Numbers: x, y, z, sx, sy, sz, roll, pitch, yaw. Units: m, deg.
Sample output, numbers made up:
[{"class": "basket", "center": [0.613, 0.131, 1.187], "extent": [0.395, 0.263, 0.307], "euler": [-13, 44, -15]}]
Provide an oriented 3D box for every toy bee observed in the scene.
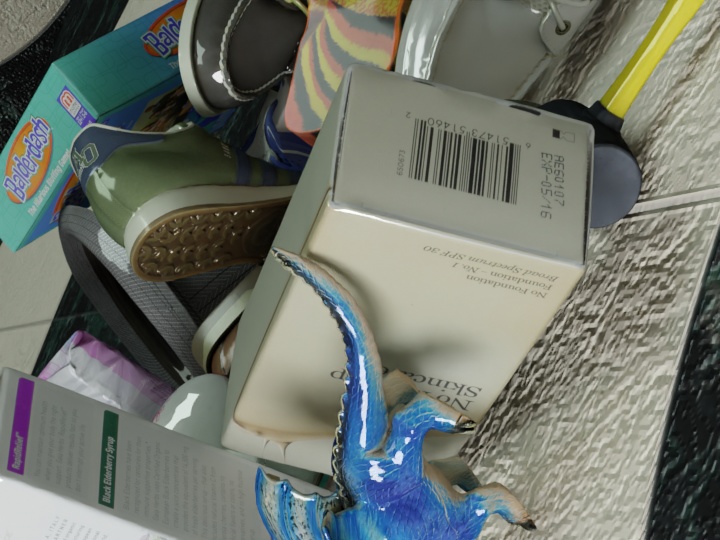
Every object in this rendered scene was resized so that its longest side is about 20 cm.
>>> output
[{"class": "toy bee", "center": [0.016, -0.160, 0.914], "extent": [0.109, 0.131, 0.200], "euler": [-9, 89, 30]}]

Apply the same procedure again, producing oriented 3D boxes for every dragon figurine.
[{"class": "dragon figurine", "center": [0.000, 0.092, 0.715], "extent": [0.099, 0.200, 0.059], "euler": [-41, 36, -13]}]

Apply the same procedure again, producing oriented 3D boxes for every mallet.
[{"class": "mallet", "center": [0.133, -0.104, 0.756], "extent": [0.200, 0.041, 0.066], "euler": [-54, 22, 22]}]

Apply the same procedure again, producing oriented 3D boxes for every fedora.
[{"class": "fedora", "center": [-0.099, 0.012, 1.134], "extent": [0.090, 0.177, 0.200], "euler": [-39, 0, -13]}]

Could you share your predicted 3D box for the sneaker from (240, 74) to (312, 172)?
[{"class": "sneaker", "center": [-0.034, -0.064, 1.138], "extent": [0.199, 0.080, 0.115], "euler": [-108, 41, -75]}]

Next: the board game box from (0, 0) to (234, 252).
[{"class": "board game box", "center": [-0.132, -0.106, 1.156], "extent": [0.200, 0.045, 0.152], "euler": [-37, -7, -43]}]

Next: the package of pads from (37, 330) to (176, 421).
[{"class": "package of pads", "center": [-0.160, 0.128, 1.129], "extent": [0.076, 0.120, 0.200], "euler": [-53, 0, -36]}]

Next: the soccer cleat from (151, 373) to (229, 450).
[{"class": "soccer cleat", "center": [-0.110, 0.146, 0.965], "extent": [0.086, 0.070, 0.200], "euler": [-24, -38, -58]}]

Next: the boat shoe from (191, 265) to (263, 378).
[{"class": "boat shoe", "center": [0.000, 0.000, 0.973], "extent": [0.200, 0.072, 0.068], "euler": [-51, 54, 14]}]

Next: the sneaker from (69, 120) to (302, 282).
[{"class": "sneaker", "center": [-0.072, -0.045, 0.993], "extent": [0.090, 0.200, 0.067], "euler": [47, 116, 25]}]

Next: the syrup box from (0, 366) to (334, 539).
[{"class": "syrup box", "center": [-0.081, 0.124, 0.804], "extent": [0.079, 0.200, 0.081], "euler": [-58, 19, 25]}]

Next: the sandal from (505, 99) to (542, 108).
[{"class": "sandal", "center": [0.034, -0.003, 0.874], "extent": [0.201, 0.080, 0.057], "euler": [-56, 46, 36]}]

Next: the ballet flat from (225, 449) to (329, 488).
[{"class": "ballet flat", "center": [-0.073, 0.137, 0.911], "extent": [0.200, 0.064, 0.067], "euler": [-63, 17, 10]}]

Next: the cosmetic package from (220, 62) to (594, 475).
[{"class": "cosmetic package", "center": [0.014, 0.011, 0.771], "extent": [0.200, 0.103, 0.073], "euler": [115, 166, -55]}]

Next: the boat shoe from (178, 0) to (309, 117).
[{"class": "boat shoe", "center": [-0.043, -0.155, 1.062], "extent": [0.060, 0.072, 0.201], "euler": [-3, 35, 24]}]

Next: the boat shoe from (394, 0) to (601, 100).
[{"class": "boat shoe", "center": [0.083, -0.143, 0.868], "extent": [0.200, 0.071, 0.069], "euler": [-61, 23, -13]}]
